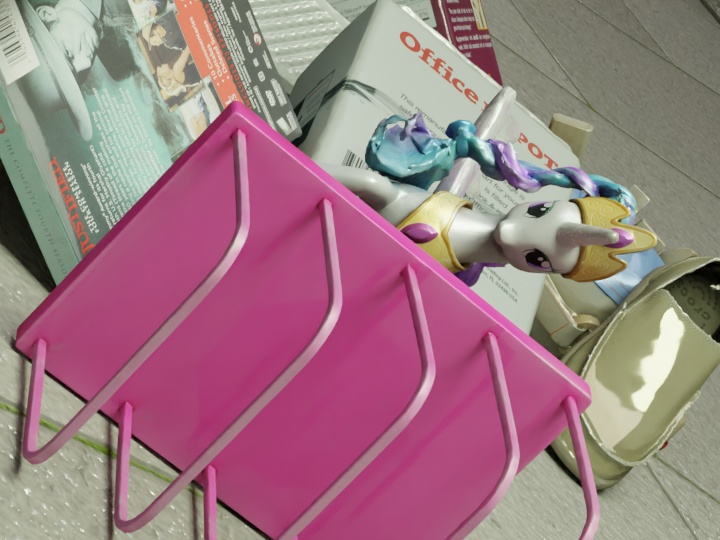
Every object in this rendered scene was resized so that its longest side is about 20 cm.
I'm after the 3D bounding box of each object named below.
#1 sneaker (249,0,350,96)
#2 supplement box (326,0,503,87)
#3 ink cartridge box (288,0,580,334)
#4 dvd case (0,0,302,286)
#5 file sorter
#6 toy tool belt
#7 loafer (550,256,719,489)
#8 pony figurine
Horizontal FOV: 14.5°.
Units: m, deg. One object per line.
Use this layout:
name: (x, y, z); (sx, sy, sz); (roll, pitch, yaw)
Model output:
sneaker: (-0.016, -0.094, 1.588); (0.200, 0.078, 0.079); (46, -24, -16)
supplement box: (0.033, -0.103, 1.667); (0.110, 0.085, 0.201); (-23, 98, -75)
ink cartridge box: (0.019, -0.021, 1.432); (0.147, 0.083, 0.200); (40, 39, -15)
dvd case: (-0.105, -0.090, 1.296); (0.200, 0.022, 0.146); (-43, 115, -55)
file sorter: (-0.020, 0.064, 1.124); (0.200, 0.139, 0.126); (39, 19, -19)
toy tool belt: (0.159, 0.006, 1.799); (0.200, 0.123, 0.125); (44, 14, -1)
loafer: (0.172, 0.049, 1.680); (0.076, 0.068, 0.200); (43, 46, -7)
pony figurine: (0.021, -0.008, 1.253); (0.199, 0.167, 0.193); (2, -6, -2)
